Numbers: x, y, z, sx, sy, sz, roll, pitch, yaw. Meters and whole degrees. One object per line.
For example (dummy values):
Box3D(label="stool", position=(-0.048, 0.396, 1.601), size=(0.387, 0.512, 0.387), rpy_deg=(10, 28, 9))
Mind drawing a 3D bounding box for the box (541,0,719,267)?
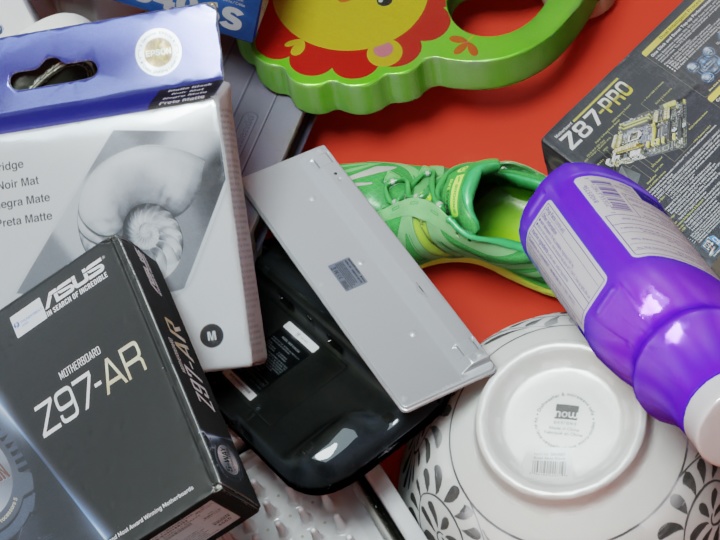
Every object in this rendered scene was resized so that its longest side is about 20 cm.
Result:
Box3D(label="box", position=(0.227, -0.086, 1.155), size=(0.200, 0.049, 0.161), rpy_deg=(-44, 64, -12))

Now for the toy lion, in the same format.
Box3D(label="toy lion", position=(0.030, -0.164, 1.215), size=(0.199, 0.069, 0.192), rpy_deg=(24, 62, 22))

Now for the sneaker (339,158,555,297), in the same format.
Box3D(label="sneaker", position=(0.053, -0.037, 1.147), size=(0.199, 0.084, 0.074), rpy_deg=(7, 62, 15))

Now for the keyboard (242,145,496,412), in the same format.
Box3D(label="keyboard", position=(0.000, 0.000, 1.092), size=(0.056, 0.011, 0.200), rpy_deg=(-27, 49, -12))

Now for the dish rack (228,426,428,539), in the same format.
Box3D(label="dish rack", position=(-0.042, 0.179, 1.079), size=(0.171, 0.044, 0.200), rpy_deg=(-32, 60, -4))

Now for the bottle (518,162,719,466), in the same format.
Box3D(label="bottle", position=(0.146, 0.021, 1.005), size=(0.065, 0.083, 0.200), rpy_deg=(-57, 32, 19))

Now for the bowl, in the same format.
Box3D(label="bowl", position=(0.109, 0.095, 1.060), size=(0.199, 0.094, 0.202), rpy_deg=(-6, 61, 11))

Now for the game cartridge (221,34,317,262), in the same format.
Box3D(label="game cartridge", position=(-0.100, -0.073, 1.201), size=(0.129, 0.039, 0.201), rpy_deg=(5, 46, 18))

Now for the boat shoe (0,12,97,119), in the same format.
Box3D(label="boat shoe", position=(-0.202, -0.053, 1.155), size=(0.200, 0.071, 0.064), rpy_deg=(-53, 50, 16))

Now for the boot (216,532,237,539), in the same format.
Box3D(label="boot", position=(-0.073, 0.176, 1.021), size=(0.073, 0.096, 0.200), rpy_deg=(-40, 26, -3))

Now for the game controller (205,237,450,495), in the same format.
Box3D(label="game controller", position=(-0.036, 0.049, 1.115), size=(0.104, 0.042, 0.200), rpy_deg=(-43, 40, -7))

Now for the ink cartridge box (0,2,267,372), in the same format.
Box3D(label="ink cartridge box", position=(-0.160, -0.034, 1.092), size=(0.198, 0.041, 0.201), rpy_deg=(-9, 88, 8))

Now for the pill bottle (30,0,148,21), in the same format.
Box3D(label="pill bottle", position=(-0.223, -0.219, 1.289), size=(0.199, 0.114, 0.115), rpy_deg=(20, 69, 22))

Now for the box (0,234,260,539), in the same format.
Box3D(label="box", position=(-0.165, 0.101, 1.016), size=(0.199, 0.044, 0.161), rpy_deg=(-33, 58, 11))

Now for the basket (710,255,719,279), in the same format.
Box3D(label="basket", position=(0.258, 0.074, 1.009), size=(0.136, 0.180, 0.201), rpy_deg=(-35, 48, 14))

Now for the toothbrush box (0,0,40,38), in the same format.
Box3D(label="toothbrush box", position=(-0.268, -0.084, 1.211), size=(0.199, 0.146, 0.086), rpy_deg=(-29, 59, -3))

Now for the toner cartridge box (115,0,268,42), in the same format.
Box3D(label="toner cartridge box", position=(-0.143, -0.205, 1.175), size=(0.199, 0.043, 0.095), rpy_deg=(17, 47, -1))
